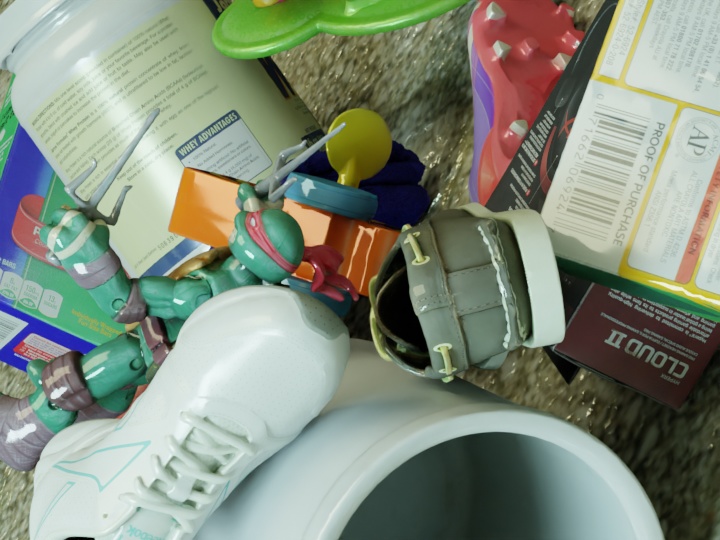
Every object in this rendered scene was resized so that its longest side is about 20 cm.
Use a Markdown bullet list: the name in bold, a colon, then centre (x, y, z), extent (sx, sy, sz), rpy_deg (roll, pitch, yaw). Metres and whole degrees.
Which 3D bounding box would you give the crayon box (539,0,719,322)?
- **crayon box**: centre (0.182, -0.034, 1.033), extent (0.199, 0.052, 0.127), rpy_deg (19, 85, 26)

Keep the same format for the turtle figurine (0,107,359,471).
- **turtle figurine**: centre (-0.087, 0.010, 1.184), extent (0.200, 0.149, 0.101), rpy_deg (-42, 64, 25)

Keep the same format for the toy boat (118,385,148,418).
- **toy boat**: centre (-0.119, 0.109, 1.321), extent (0.130, 0.130, 0.201), rpy_deg (-2, 61, 48)

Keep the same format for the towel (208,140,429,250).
- **towel**: centre (-0.052, 0.015, 1.458), extent (0.200, 0.050, 0.147), rpy_deg (-50, -16, 27)

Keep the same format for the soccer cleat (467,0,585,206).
- **soccer cleat**: centre (0.080, -0.077, 1.361), extent (0.201, 0.066, 0.077), rpy_deg (-92, 24, -50)

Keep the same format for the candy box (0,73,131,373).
- **candy box**: centre (-0.157, -0.028, 1.623), extent (0.077, 0.168, 0.201), rpy_deg (-37, 34, 50)

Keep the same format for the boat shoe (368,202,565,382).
- **boat shoe**: centre (0.034, 0.010, 1.088), extent (0.202, 0.060, 0.073), rpy_deg (160, 98, -80)

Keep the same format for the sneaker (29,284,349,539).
- **sneaker**: centre (-0.073, 0.081, 1.085), extent (0.200, 0.070, 0.081), rpy_deg (-42, 24, 36)

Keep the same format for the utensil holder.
- **utensil holder**: centre (0.016, 0.124, 1.144), extent (0.171, 0.169, 0.200), rpy_deg (-62, 24, -2)

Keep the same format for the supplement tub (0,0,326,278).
- **supplement tub**: centre (-0.115, -0.090, 1.537), extent (0.145, 0.201, 0.145), rpy_deg (-36, -1, -1)

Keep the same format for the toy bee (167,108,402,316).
- **toy bee**: centre (0.000, 0.000, 1.303), extent (0.200, 0.108, 0.131), rpy_deg (46, 112, 38)

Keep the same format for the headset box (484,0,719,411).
- **headset box**: centre (0.134, -0.044, 1.183), extent (0.201, 0.075, 0.149), rpy_deg (-60, 22, 12)

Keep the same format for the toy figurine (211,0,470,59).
- **toy figurine**: centre (-0.023, -0.236, 1.425), extent (0.199, 0.185, 0.150), rpy_deg (-22, 31, 4)
